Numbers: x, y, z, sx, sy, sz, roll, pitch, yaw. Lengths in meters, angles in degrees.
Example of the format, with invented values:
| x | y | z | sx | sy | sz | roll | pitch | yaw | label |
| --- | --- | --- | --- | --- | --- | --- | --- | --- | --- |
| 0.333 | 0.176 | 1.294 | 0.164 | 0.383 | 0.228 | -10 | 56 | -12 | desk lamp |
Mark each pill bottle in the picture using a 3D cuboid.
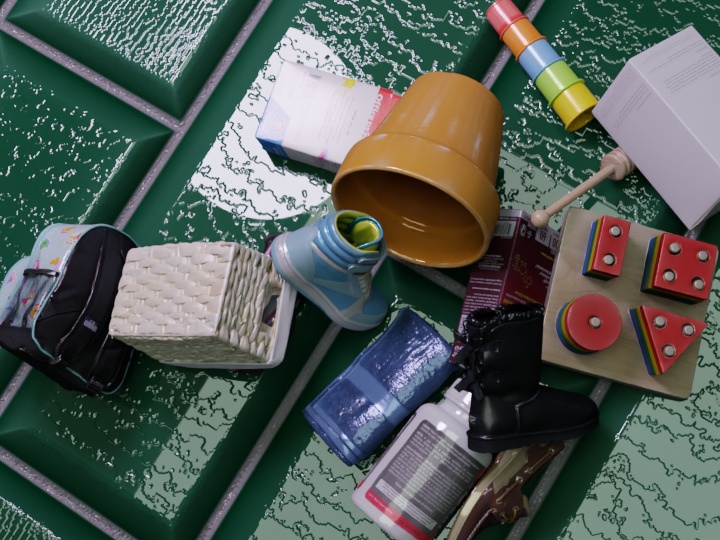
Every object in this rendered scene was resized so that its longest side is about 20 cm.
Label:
| x | y | z | sx | sy | sz | roll | pitch | yaw | label |
| --- | --- | --- | --- | --- | --- | --- | --- | --- | --- |
| 0.090 | 0.233 | 1.392 | 0.111 | 0.111 | 0.200 | 38 | 85 | 13 | pill bottle |

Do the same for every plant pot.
| x | y | z | sx | sy | sz | roll | pitch | yaw | label |
| --- | --- | --- | --- | --- | --- | --- | --- | --- | --- |
| 0.089 | -0.134 | 1.392 | 0.200 | 0.200 | 0.183 | 19 | 63 | 11 | plant pot |

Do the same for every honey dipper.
| x | y | z | sx | sy | sz | roll | pitch | yaw | label |
| --- | --- | --- | --- | --- | --- | --- | --- | --- | --- |
| 0.283 | -0.104 | 1.432 | 0.200 | 0.038 | 0.038 | -35 | 74 | -31 | honey dipper |

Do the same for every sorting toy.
| x | y | z | sx | sy | sz | roll | pitch | yaw | label |
| --- | --- | --- | --- | --- | --- | --- | --- | --- | --- |
| 0.335 | 0.037 | 1.401 | 0.200 | 0.070 | 0.199 | 15 | 80 | -5 | sorting toy |

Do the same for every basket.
| x | y | z | sx | sy | sz | roll | pitch | yaw | label |
| --- | --- | --- | --- | --- | --- | --- | --- | --- | --- |
| -0.196 | 0.041 | 1.413 | 0.200 | 0.123 | 0.136 | -2 | 69 | 35 | basket |

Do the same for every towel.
| x | y | z | sx | sy | sz | roll | pitch | yaw | label |
| --- | --- | --- | --- | --- | --- | --- | --- | --- | --- |
| 0.027 | 0.145 | 1.433 | 0.200 | 0.049 | 0.112 | -43 | 48 | -4 | towel |

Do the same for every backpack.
| x | y | z | sx | sy | sz | roll | pitch | yaw | label |
| --- | --- | --- | --- | --- | --- | --- | --- | --- | --- |
| -0.363 | 0.039 | 1.461 | 0.153 | 0.176 | 0.200 | 7 | 64 | 39 | backpack |

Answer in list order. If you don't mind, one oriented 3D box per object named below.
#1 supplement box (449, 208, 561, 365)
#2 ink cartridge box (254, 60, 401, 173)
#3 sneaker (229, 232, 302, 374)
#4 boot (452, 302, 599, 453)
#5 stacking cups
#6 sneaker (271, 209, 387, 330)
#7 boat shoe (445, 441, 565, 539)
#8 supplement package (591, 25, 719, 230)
| x | y | z | sx | sy | sz | roll | pitch | yaw | label |
| --- | --- | --- | --- | --- | --- | --- | --- | --- | --- |
| 0.185 | 0.034 | 1.419 | 0.061 | 0.109 | 0.200 | 5 | 77 | 44 | supplement box |
| -0.025 | -0.192 | 1.522 | 0.200 | 0.067 | 0.116 | 19 | 82 | 11 | ink cartridge box |
| -0.127 | 0.041 | 1.492 | 0.086 | 0.080 | 0.200 | 24 | 78 | 30 | sneaker |
| 0.198 | 0.118 | 1.339 | 0.198 | 0.073 | 0.163 | -7 | 100 | -28 | boot |
| 0.242 | -0.278 | 1.516 | 0.060 | 0.061 | 0.200 | -32 | 72 | 0 | stacking cups |
| 0.000 | 0.000 | 1.403 | 0.130 | 0.200 | 0.080 | -27 | 49 | 28 | sneaker |
| 0.177 | 0.277 | 1.395 | 0.072 | 0.072 | 0.200 | 35 | 78 | 14 | boat shoe |
| 0.410 | -0.176 | 1.419 | 0.121 | 0.120 | 0.200 | -29 | 74 | -25 | supplement package |
